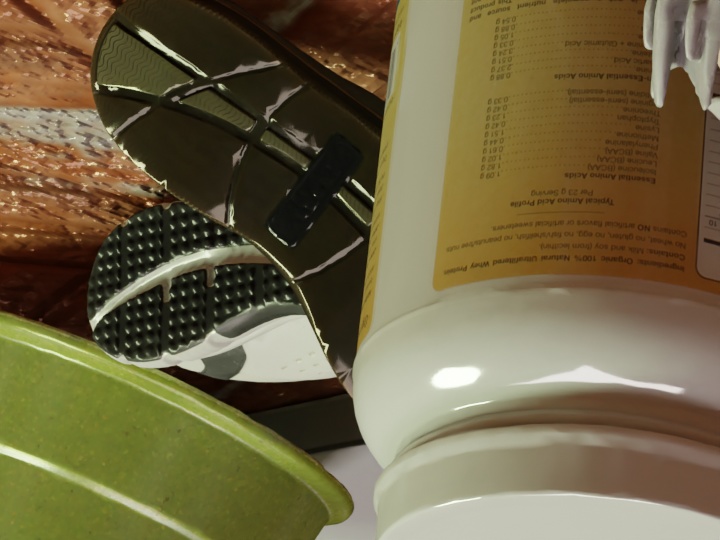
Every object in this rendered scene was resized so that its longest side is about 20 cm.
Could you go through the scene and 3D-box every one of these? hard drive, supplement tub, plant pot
[{"bbox_3d":[0.040,0.105,1.304,0.131,0.026,0.200,-13,149,36],"label":"hard drive"},{"bbox_3d":[0.074,-0.006,0.859,0.144,0.201,0.145,6,155,3],"label":"supplement tub"},{"bbox_3d":[-0.128,0.140,1.166,0.199,0.191,0.200,21,166,6],"label":"plant pot"}]

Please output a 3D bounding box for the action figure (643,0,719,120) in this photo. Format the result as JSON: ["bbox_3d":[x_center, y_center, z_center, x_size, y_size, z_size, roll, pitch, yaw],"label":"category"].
[{"bbox_3d":[0.147,-0.088,0.787,0.199,0.131,0.069,10,-163,-38],"label":"action figure"}]

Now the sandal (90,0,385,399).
[{"bbox_3d":[-0.003,-0.017,0.969,0.200,0.055,0.082,40,110,-2],"label":"sandal"}]

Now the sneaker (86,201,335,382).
[{"bbox_3d":[0.000,0.000,1.061,0.199,0.074,0.080,-6,163,37],"label":"sneaker"}]
